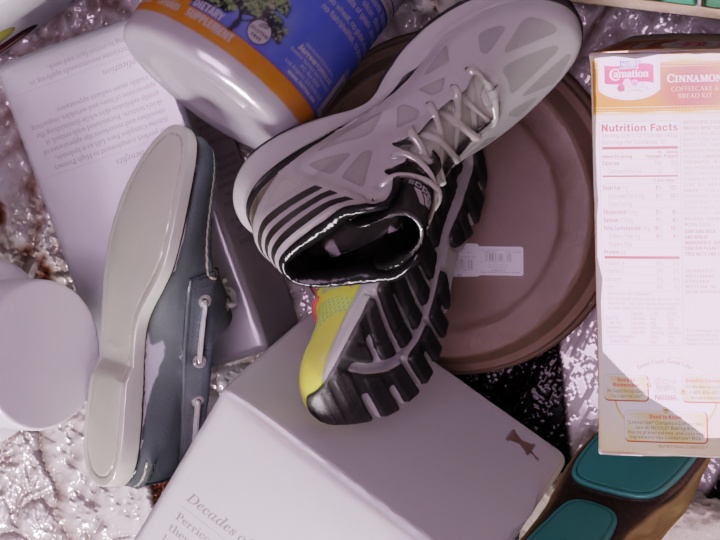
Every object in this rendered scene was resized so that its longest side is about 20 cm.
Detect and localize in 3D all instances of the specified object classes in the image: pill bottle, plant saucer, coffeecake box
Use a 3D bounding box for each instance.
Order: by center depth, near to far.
[{"bbox_3d":[0.166,-0.019,1.033,0.073,0.153,0.201,0,99,16],"label":"coffeecake box"},{"bbox_3d":[-0.026,-0.170,1.054,0.112,0.112,0.200,33,79,8],"label":"pill bottle"},{"bbox_3d":[0.050,-0.037,1.128,0.199,0.029,0.201,2,100,14],"label":"plant saucer"},{"bbox_3d":[-0.246,0.044,1.141,0.200,0.111,0.111,2,101,41],"label":"pill bottle"}]

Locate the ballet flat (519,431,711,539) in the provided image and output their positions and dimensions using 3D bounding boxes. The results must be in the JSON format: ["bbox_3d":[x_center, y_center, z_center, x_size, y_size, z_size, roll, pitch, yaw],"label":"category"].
[{"bbox_3d":[0.130,0.139,1.068,0.069,0.200,0.063,19,129,31],"label":"ballet flat"}]

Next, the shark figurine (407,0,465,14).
[{"bbox_3d":[0.113,-0.199,0.989,0.214,0.128,0.090,-18,78,6],"label":"shark figurine"}]

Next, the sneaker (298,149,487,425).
[{"bbox_3d":[0.000,0.000,1.057,0.090,0.200,0.078,2,137,25],"label":"sneaker"}]

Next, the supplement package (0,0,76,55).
[{"bbox_3d":[-0.238,-0.178,1.138,0.200,0.114,0.110,-32,89,19],"label":"supplement package"}]

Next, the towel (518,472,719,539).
[{"bbox_3d":[0.183,0.190,1.128,0.199,0.034,0.133,10,100,14],"label":"towel"}]

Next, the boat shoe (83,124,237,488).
[{"bbox_3d":[-0.102,0.021,1.085,0.062,0.073,0.201,7,98,-31],"label":"boat shoe"}]

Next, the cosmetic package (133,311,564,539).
[{"bbox_3d":[-0.022,0.157,1.094,0.166,0.167,0.200,35,116,7],"label":"cosmetic package"}]

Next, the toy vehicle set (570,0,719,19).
[{"bbox_3d":[0.160,-0.202,1.070,0.199,0.027,0.125,8,101,14],"label":"toy vehicle set"}]

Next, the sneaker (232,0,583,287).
[{"bbox_3d":[0.038,-0.054,0.975,0.200,0.115,0.076,-34,125,2],"label":"sneaker"}]

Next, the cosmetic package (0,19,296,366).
[{"bbox_3d":[-0.120,-0.041,1.144,0.101,0.074,0.201,-16,97,17],"label":"cosmetic package"}]
